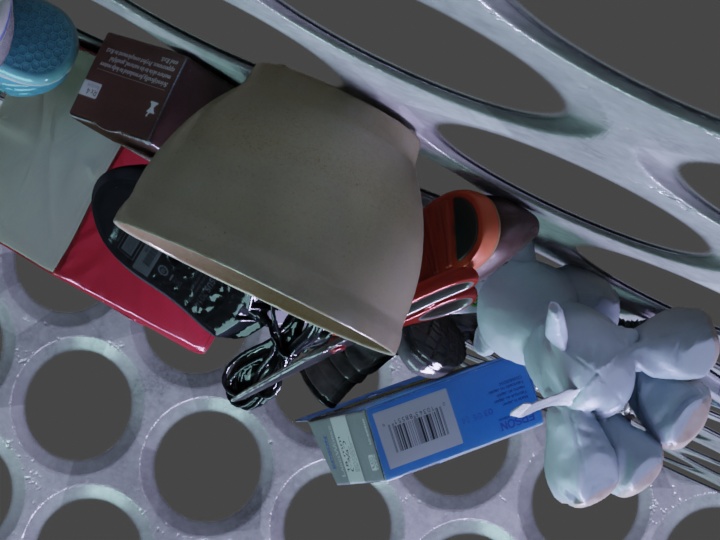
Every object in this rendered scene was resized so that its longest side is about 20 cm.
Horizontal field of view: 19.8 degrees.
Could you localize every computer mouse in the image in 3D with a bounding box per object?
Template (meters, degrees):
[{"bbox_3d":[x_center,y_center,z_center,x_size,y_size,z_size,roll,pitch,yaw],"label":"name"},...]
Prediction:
[{"bbox_3d":[-0.109,-0.004,1.497,0.200,0.053,0.139,43,131,1],"label":"computer mouse"}]

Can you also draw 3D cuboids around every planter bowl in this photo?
[{"bbox_3d":[-0.041,-0.048,1.317,0.199,0.136,0.200,25,176,2],"label":"planter bowl"}]

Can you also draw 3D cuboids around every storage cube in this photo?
[{"bbox_3d":[-0.194,-0.063,1.664,0.199,0.172,0.179,27,176,43],"label":"storage cube"}]

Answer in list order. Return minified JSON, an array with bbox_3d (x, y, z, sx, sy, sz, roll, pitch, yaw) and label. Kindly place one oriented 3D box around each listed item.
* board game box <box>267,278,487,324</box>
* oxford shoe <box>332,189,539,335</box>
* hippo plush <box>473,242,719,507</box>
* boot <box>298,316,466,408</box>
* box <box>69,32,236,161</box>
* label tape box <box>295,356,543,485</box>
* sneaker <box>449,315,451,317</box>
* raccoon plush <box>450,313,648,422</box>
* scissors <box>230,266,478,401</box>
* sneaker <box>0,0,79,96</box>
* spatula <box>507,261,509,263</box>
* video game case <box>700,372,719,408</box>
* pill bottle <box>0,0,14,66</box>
[{"bbox_3d":[0.000,0.000,1.598,0.198,0.035,0.126,-3,-159,-22],"label":"board game box"},{"bbox_3d":[0.043,0.002,1.456,0.072,0.072,0.199,2,162,-41],"label":"oxford shoe"},{"bbox_3d":[0.146,0.072,1.525,0.199,0.160,0.161,5,-160,-36],"label":"hippo plush"},{"bbox_3d":[0.013,0.068,1.676,0.070,0.132,0.200,44,-168,-15],"label":"boot"},{"bbox_3d":[-0.106,-0.096,1.528,0.100,0.075,0.199,21,176,43],"label":"box"},{"bbox_3d":[0.045,0.124,1.690,0.143,0.064,0.200,-18,179,-18],"label":"label tape box"},{"bbox_3d":[0.007,-0.003,1.900,0.199,0.083,0.072,24,175,11],"label":"sneaker"},{"bbox_3d":[0.168,0.070,1.645,0.198,0.098,0.134,8,169,2],"label":"raccoon plush"},{"bbox_3d":[-0.009,0.044,1.405,0.073,0.199,0.014,40,-151,-73],"label":"scissors"},{"bbox_3d":[-0.304,-0.184,1.545,0.199,0.080,0.131,26,174,-2],"label":"sneaker"},{"bbox_3d":[0.049,-0.028,1.744,0.198,0.021,0.057,19,175,7],"label":"spatula"},{"bbox_3d":[0.236,0.070,1.898,0.199,0.023,0.182,20,173,42],"label":"video game case"},{"bbox_3d":[-0.288,-0.172,1.375,0.113,0.114,0.200,25,175,-7],"label":"pill bottle"}]
